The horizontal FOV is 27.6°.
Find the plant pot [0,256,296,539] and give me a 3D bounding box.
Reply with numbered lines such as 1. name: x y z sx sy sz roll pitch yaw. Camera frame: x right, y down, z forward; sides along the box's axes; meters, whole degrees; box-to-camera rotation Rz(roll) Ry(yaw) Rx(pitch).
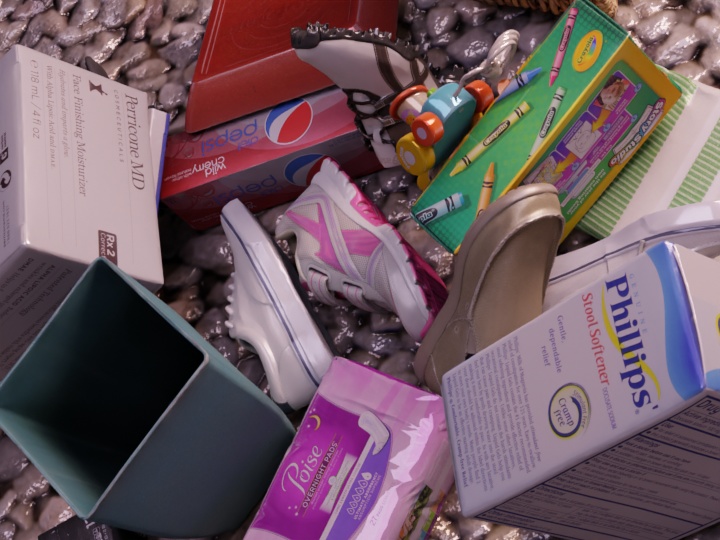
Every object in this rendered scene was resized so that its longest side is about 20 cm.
1. plant pot: -0.143 0.115 1.109 0.141 0.200 0.142 38 90 36

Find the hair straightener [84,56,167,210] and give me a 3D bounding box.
1. hair straightener: -0.216 -0.131 1.367 0.077 0.041 0.201 -37 56 6

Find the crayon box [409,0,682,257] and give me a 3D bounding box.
1. crayon box: 0.140 -0.089 1.092 0.201 0.118 0.058 -51 57 9

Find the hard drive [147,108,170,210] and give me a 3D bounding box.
1. hard drive: -0.221 -0.030 1.282 0.131 0.025 0.202 -11 69 49

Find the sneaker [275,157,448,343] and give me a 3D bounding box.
1. sneaker: 0.000 0.000 1.178 0.088 0.081 0.200 -43 47 3

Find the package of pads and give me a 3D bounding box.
1. package of pads: -0.009 0.176 1.091 0.120 0.076 0.202 19 75 31

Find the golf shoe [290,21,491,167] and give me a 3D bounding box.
1. golf shoe: 0.022 -0.132 1.160 0.077 0.199 0.096 16 88 54

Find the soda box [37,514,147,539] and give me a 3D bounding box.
1. soda box: -0.188 0.285 1.133 0.070 0.063 0.201 -29 56 11

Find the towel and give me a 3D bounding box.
1. towel: 0.248 -0.073 1.121 0.199 0.023 0.153 28 81 32

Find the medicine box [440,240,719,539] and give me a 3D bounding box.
1. medicine box: 0.185 0.091 0.935 0.199 0.181 0.104 -35 51 36

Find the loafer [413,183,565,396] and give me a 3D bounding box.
1. loafer: 0.103 0.025 1.060 0.068 0.075 0.201 51 137 33

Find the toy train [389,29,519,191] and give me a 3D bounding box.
1. toy train: 0.086 -0.124 1.118 0.056 0.200 0.151 41 94 20

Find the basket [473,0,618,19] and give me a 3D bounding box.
1. basket: 0.144 -0.315 1.183 0.148 0.200 0.144 16 72 34

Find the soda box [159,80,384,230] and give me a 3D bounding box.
1. soda box: -0.075 -0.102 1.264 0.198 0.070 0.064 -18 59 17

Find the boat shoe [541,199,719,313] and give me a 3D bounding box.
1. boat shoe: 0.195 0.019 1.058 0.201 0.074 0.087 -22 67 31

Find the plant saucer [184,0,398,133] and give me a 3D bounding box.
1. plant saucer: -0.062 -0.220 1.295 0.198 0.037 0.201 -16 39 19

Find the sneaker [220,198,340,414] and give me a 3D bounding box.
1. sneaker: -0.082 0.027 1.203 0.070 0.073 0.201 -32 56 5

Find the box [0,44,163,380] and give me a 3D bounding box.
1. box: -0.275 -0.040 1.225 0.200 0.130 0.201 -37 50 37
